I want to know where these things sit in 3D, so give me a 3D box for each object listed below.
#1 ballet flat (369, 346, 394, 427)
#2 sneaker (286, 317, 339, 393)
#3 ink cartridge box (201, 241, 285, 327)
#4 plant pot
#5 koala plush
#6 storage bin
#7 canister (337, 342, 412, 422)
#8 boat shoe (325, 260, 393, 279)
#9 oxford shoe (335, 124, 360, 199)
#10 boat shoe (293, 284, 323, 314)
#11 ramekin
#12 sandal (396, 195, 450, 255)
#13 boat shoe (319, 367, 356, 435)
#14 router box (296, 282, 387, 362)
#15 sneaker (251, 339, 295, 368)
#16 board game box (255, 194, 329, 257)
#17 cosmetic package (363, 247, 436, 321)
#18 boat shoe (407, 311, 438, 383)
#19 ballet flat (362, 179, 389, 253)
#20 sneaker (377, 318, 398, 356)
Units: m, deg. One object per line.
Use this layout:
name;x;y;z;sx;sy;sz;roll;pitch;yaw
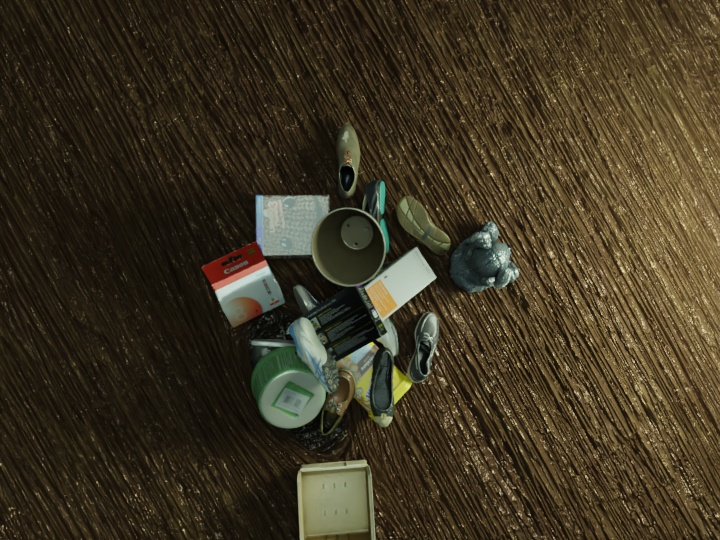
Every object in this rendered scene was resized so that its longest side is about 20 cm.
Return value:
ballet flat;0.056;0.300;1.574;0.064;0.057;0.206;-1;86;-1
sneaker;-0.118;0.217;1.528;0.072;0.071;0.203;-34;80;28
ink cartridge box;-0.300;0.040;1.590;0.159;0.202;0.051;-25;46;-6
plant pot;-0.019;-0.080;1.555;0.182;0.200;0.193;2;105;7
koala plush;0.335;-0.024;1.622;0.181;0.200;0.181;-28;90;-4
storage bin;-0.065;0.622;1.621;0.194;0.094;0.205;-3;88;-4
canister;0.021;0.281;1.646;0.200;0.087;0.149;45;86;0
boat shoe;0.001;0.000;1.666;0.195;0.072;0.068;2;82;-10
oxford shoe;-0.031;-0.302;1.668;0.068;0.075;0.206;-3;88;-3
boat shoe;-0.098;0.112;1.659;0.092;0.075;0.203;-31;90;-22
ramekin;-0.182;0.308;1.582;0.194;0.098;0.205;-7;116;-14
sandal;0.169;-0.121;1.692;0.199;0.054;0.081;42;91;-16
boat shoe;-0.060;0.348;1.593;0.070;0.068;0.204;18;122;8
router box;-0.050;0.140;1.556;0.197;0.051;0.152;-31;85;22
sneaker;-0.199;0.242;1.642;0.194;0.071;0.102;3;91;0
board game box;-0.180;-0.117;1.640;0.194;0.097;0.164;-2;88;-4
cosmetic package;0.092;0.040;1.611;0.198;0.071;0.102;-37;92;-17
boat shoe;0.181;0.202;1.646;0.071;0.063;0.204;24;66;-13
ballet flat;0.039;-0.145;1.678;0.071;0.073;0.206;-5;94;-4
sneaker;0.041;0.147;1.667;0.086;0.074;0.203;-29;82;4
